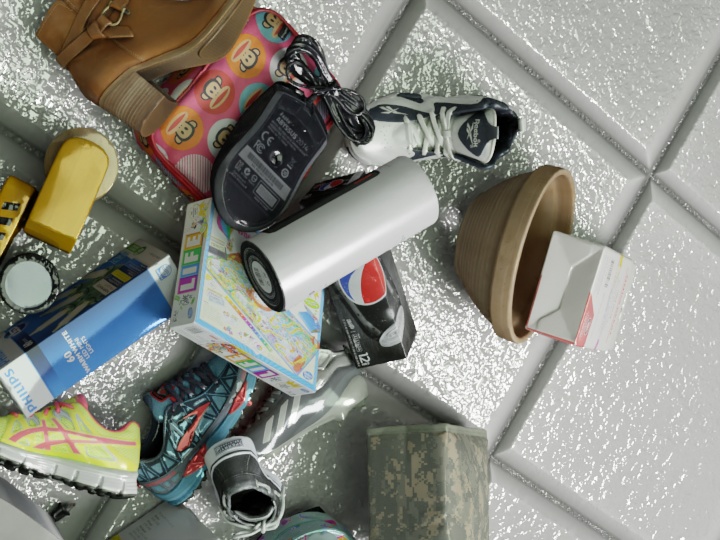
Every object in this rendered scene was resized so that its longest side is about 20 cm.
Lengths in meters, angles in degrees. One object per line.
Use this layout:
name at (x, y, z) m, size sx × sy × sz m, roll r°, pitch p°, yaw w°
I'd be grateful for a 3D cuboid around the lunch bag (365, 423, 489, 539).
lunch bag at (0.086, 0.257, 1.508) m, size 0.200 × 0.116 × 0.166 m, roll 22°, pitch 65°, yaw -64°

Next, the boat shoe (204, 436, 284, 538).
boat shoe at (-0.112, 0.241, 1.407) m, size 0.073 × 0.069 × 0.200 m, roll -19°, pitch 151°, yaw -9°

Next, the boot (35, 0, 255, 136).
boot at (-0.206, -0.248, 1.310) m, size 0.155 × 0.077 × 0.200 m, roll 41°, pitch 94°, yaw 11°

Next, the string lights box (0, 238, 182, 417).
string lights box at (-0.272, 0.055, 1.337) m, size 0.199 × 0.102 × 0.059 m, roll -36°, pitch 113°, yaw -17°

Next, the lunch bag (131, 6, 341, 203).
lunch bag at (-0.118, -0.153, 1.397) m, size 0.200 × 0.082 × 0.176 m, roll -49°, pitch 118°, yaw -10°

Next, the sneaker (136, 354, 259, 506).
sneaker at (-0.177, 0.144, 1.412) m, size 0.095 × 0.079 × 0.202 m, roll 30°, pitch 84°, yaw -24°

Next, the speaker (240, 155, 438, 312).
speaker at (-0.018, -0.038, 1.356) m, size 0.199 × 0.081 × 0.082 m, roll -30°, pitch 110°, yaw -23°

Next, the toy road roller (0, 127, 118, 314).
toy road roller at (-0.330, -0.059, 1.284) m, size 0.145 × 0.123 × 0.202 m, roll 27°, pitch 84°, yaw -13°

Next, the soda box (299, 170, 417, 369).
soda box at (0.000, 0.000, 1.468) m, size 0.063 × 0.071 × 0.202 m, roll -13°, pitch 107°, yaw 19°

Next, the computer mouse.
computer mouse at (-0.083, -0.123, 1.351) m, size 0.201 × 0.052 × 0.139 m, roll -52°, pitch 121°, yaw -20°

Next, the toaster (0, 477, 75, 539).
toaster at (-0.393, 0.278, 1.306) m, size 0.181 × 0.118 × 0.201 m, roll 41°, pitch 80°, yaw -26°

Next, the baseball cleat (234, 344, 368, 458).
baseball cleat at (-0.091, 0.145, 1.471) m, size 0.198 × 0.070 × 0.107 m, roll -26°, pitch 93°, yaw -22°

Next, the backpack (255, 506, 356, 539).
backpack at (-0.035, 0.364, 1.486) m, size 0.166 × 0.126 × 0.202 m, roll -30°, pitch 112°, yaw -19°

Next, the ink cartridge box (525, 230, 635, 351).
ink cartridge box at (0.263, 0.028, 1.582) m, size 0.200 × 0.067 × 0.118 m, roll 15°, pitch 92°, yaw -66°

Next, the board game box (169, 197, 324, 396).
board game box at (-0.110, 0.031, 1.381) m, size 0.200 × 0.034 × 0.136 m, roll 36°, pitch 51°, yaw -47°

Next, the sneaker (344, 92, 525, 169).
sneaker at (0.092, -0.152, 1.467) m, size 0.197 × 0.129 × 0.081 m, roll -2°, pitch 98°, yaw -25°

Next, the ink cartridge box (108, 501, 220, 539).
ink cartridge box at (-0.219, 0.363, 1.387) m, size 0.199 × 0.146 × 0.148 m, roll -33°, pitch 111°, yaw -18°

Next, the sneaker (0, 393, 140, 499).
sneaker at (-0.311, 0.163, 1.354) m, size 0.198 × 0.078 × 0.091 m, roll 20°, pitch 73°, yaw -20°

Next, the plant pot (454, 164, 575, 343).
plant pot at (0.166, -0.026, 1.521) m, size 0.201 × 0.092 × 0.203 m, roll -48°, pitch 146°, yaw -48°
